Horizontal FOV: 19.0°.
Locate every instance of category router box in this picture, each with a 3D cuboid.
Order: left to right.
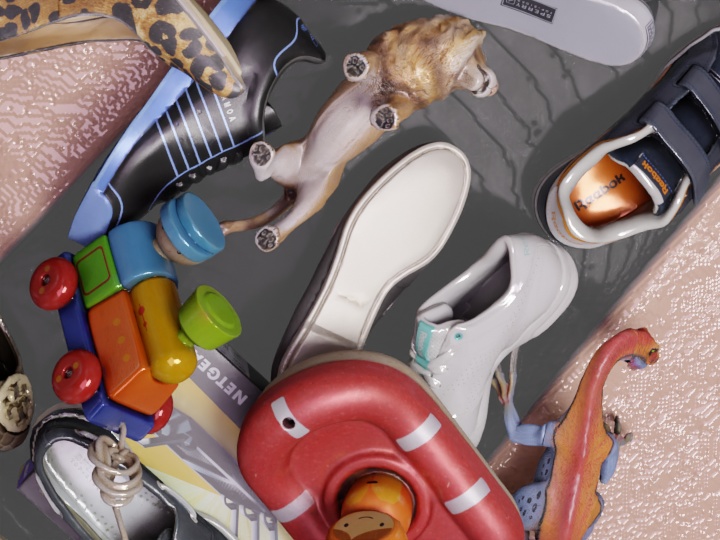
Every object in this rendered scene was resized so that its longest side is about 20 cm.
[{"bbox_3d":[-0.100,0.146,1.417,0.200,0.052,0.157,42,95,-12],"label":"router box"}]

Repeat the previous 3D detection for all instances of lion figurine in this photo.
[{"bbox_3d":[-0.008,-0.090,1.361,0.200,0.122,0.073,-36,91,19],"label":"lion figurine"}]

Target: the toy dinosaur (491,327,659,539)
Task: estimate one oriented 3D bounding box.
[{"bbox_3d":[0.150,0.131,1.396,0.105,0.200,0.182,3,134,-22],"label":"toy dinosaur"}]

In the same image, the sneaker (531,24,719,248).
[{"bbox_3d":[0.202,-0.082,1.385,0.200,0.079,0.078,-42,102,2],"label":"sneaker"}]

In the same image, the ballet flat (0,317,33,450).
[{"bbox_3d":[-0.252,0.019,1.361,0.046,0.067,0.200,-18,98,23],"label":"ballet flat"}]

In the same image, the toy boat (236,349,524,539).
[{"bbox_3d":[0.008,0.150,1.325,0.130,0.131,0.200,-33,105,19],"label":"toy boat"}]

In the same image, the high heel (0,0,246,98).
[{"bbox_3d":[-0.167,-0.130,1.307,0.143,0.071,0.200,-46,63,1],"label":"high heel"}]

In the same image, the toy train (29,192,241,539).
[{"bbox_3d":[-0.119,0.055,1.294,0.116,0.200,0.085,-35,144,22],"label":"toy train"}]

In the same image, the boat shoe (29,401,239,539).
[{"bbox_3d":[-0.136,0.169,1.360,0.200,0.060,0.076,43,96,-12],"label":"boat shoe"}]

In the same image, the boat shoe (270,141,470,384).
[{"bbox_3d":[0.000,0.000,1.399,0.067,0.057,0.200,31,92,-17],"label":"boat shoe"}]

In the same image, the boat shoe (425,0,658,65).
[{"bbox_3d":[0.095,-0.193,1.361,0.200,0.057,0.069,25,140,0],"label":"boat shoe"}]

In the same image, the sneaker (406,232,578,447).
[{"bbox_3d":[0.053,0.056,1.382,0.075,0.088,0.200,38,100,31],"label":"sneaker"}]

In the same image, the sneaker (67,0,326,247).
[{"bbox_3d":[-0.103,-0.084,1.357,0.078,0.070,0.200,36,95,-5],"label":"sneaker"}]

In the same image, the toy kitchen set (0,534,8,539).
[{"bbox_3d":[-0.324,0.209,1.292,0.200,0.163,0.181,38,91,-22],"label":"toy kitchen set"}]
